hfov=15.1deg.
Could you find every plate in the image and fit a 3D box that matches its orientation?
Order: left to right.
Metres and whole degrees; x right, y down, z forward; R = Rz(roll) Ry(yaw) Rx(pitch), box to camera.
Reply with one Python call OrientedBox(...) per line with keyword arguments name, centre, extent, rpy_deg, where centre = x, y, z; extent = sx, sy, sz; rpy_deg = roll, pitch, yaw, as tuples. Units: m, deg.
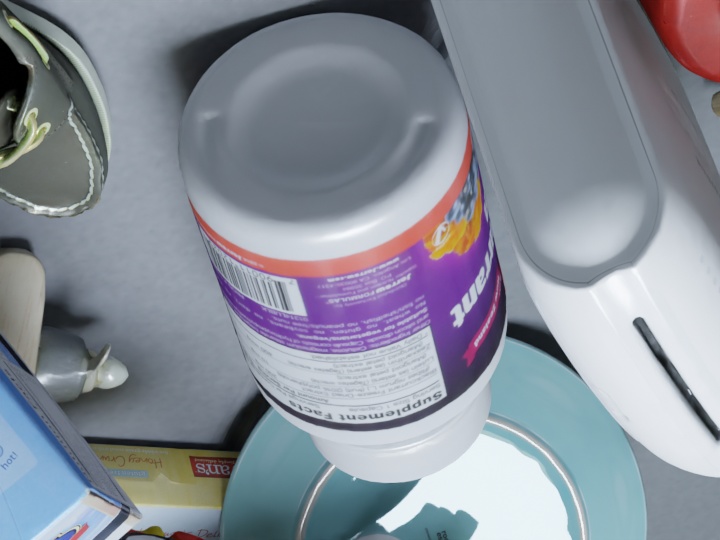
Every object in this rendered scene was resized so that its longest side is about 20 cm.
OrientedBox(name="plate", centre=(0.036, 0.125, 1.243), extent=(0.200, 0.026, 0.201), rpy_deg=(-2, 106, -7))

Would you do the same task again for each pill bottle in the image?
OrientedBox(name="pill bottle", centre=(0.000, 0.000, 1.091), extent=(0.111, 0.112, 0.200), rpy_deg=(-16, 144, 0))

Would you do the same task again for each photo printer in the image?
OrientedBox(name="photo printer", centre=(0.097, -0.027, 1.019), extent=(0.069, 0.200, 0.166), rpy_deg=(-25, 141, 12))

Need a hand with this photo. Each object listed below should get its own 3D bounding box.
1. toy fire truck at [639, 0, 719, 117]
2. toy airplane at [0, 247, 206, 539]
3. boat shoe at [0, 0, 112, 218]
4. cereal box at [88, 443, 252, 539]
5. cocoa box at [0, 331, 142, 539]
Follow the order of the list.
OrientedBox(name="toy fire truck", centre=(0.170, -0.109, 1.028), extent=(0.176, 0.129, 0.200), rpy_deg=(0, 130, -20))
OrientedBox(name="toy airplane", centre=(-0.158, 0.120, 1.136), extent=(0.200, 0.199, 0.141), rpy_deg=(-37, -178, 11))
OrientedBox(name="boat shoe", centre=(-0.147, -0.071, 0.987), extent=(0.072, 0.060, 0.202), rpy_deg=(-24, 142, 10))
OrientedBox(name="cereal box", centre=(-0.142, 0.155, 1.297), extent=(0.144, 0.040, 0.200), rpy_deg=(5, 137, -25))
OrientedBox(name="cocoa box", centre=(-0.202, 0.100, 0.998), extent=(0.200, 0.133, 0.131), rpy_deg=(-40, 171, -3))
